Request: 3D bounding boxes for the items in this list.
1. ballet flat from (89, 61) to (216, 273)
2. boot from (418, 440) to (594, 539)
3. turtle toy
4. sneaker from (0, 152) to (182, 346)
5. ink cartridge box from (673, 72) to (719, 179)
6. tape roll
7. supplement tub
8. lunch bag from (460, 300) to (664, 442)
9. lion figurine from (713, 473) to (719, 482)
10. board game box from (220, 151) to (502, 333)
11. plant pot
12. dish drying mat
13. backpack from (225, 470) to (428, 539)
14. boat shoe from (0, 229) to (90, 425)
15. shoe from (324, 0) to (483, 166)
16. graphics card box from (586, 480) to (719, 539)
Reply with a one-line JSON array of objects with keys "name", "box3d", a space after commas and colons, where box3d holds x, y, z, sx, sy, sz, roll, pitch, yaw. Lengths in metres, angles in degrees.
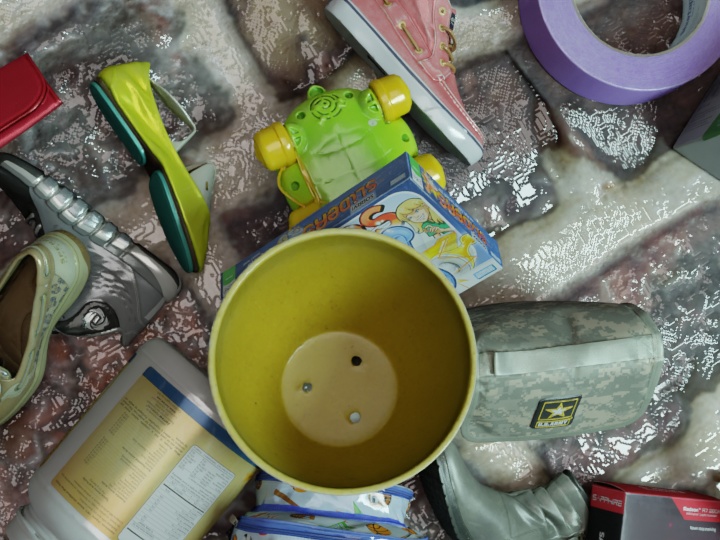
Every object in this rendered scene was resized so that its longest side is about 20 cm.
[{"name": "ballet flat", "box3d": [-0.168, -0.098, 1.040, 0.067, 0.067, 0.200, -28, 89, -21]}, {"name": "boot", "box3d": [0.137, 0.210, 1.051, 0.130, 0.068, 0.200, -26, 106, -12]}, {"name": "turtle toy", "box3d": [-0.003, -0.071, 1.037, 0.145, 0.101, 0.201, -23, 90, -7]}, {"name": "sneaker", "box3d": [-0.264, -0.006, 1.016, 0.200, 0.075, 0.116, 37, 85, -4]}, {"name": "ink cartridge box", "box3d": [0.396, -0.181, 1.071, 0.087, 0.145, 0.200, 32, 83, -4]}, {"name": "tape roll", "box3d": [0.253, -0.261, 1.100, 0.199, 0.066, 0.201, 0, 86, -6]}, {"name": "supplement tub", "box3d": [-0.182, 0.173, 0.977, 0.145, 0.145, 0.200, 40, 83, -3]}, {"name": "lunch bag", "box3d": [0.148, 0.083, 0.996, 0.163, 0.200, 0.118, -5, 86, -8]}, {"name": "lion figurine", "box3d": [0.363, 0.220, 1.032, 0.072, 0.200, 0.123, -15, 61, 9]}, {"name": "board game box", "box3d": [0.000, 0.000, 0.986, 0.200, 0.035, 0.135, -32, 129, 23]}, {"name": "plant pot", "box3d": [-0.016, 0.083, 0.928, 0.199, 0.142, 0.201, 1, 75, -3]}, {"name": "dish drying mat", "box3d": [-0.360, -0.114, 1.023, 0.200, 0.018, 0.077, -36, 59, -6]}, {"name": "backpack", "box3d": [-0.025, 0.240, 0.968, 0.199, 0.190, 0.155, 2, 86, -6]}, {"name": "boat shoe", "box3d": [-0.298, 0.053, 0.979, 0.073, 0.063, 0.200, 34, 110, 12]}, {"name": "shoe", "box3d": [0.064, -0.196, 1.068, 0.091, 0.071, 0.200, -41, 87, -2]}, {"name": "graphics card box", "box3d": [0.257, 0.296, 1.050, 0.125, 0.051, 0.201, 12, 85, -29]}]
